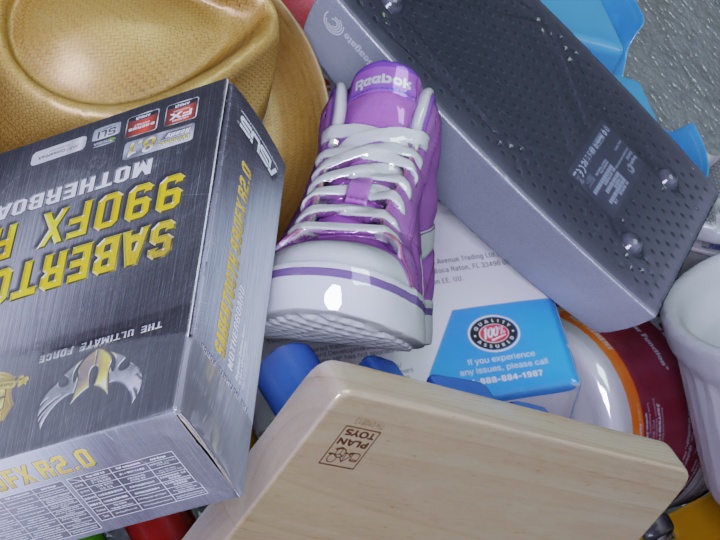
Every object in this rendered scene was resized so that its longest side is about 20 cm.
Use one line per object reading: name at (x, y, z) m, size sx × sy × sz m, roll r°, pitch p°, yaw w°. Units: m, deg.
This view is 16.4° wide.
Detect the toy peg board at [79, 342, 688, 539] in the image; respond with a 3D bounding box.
toy peg board at (-0.014, 0.104, 0.978) m, size 0.199 × 0.200 × 0.098 m, roll 16°, pitch 30°, yaw -44°

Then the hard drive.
hard drive at (0.066, -0.069, 1.107) m, size 0.200 × 0.042 × 0.135 m, roll 44°, pitch 35°, yaw -6°

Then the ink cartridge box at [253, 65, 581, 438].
ink cartridge box at (0.000, 0.000, 1.132) m, size 0.145 × 0.085 × 0.201 m, roll -8°, pitch 55°, yaw -11°

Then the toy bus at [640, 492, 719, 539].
toy bus at (0.169, 0.153, 1.258) m, size 0.200 × 0.078 × 0.065 m, roll -14°, pitch 70°, yaw -57°

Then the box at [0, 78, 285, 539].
box at (-0.129, 0.028, 0.876) m, size 0.048 × 0.199 × 0.159 m, roll 55°, pitch 28°, yaw -38°

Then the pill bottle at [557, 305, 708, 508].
pill bottle at (0.129, 0.068, 1.260) m, size 0.199 × 0.114 × 0.115 m, roll -8°, pitch 63°, yaw -56°

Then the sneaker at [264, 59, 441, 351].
sneaker at (-0.005, -0.027, 0.962) m, size 0.200 × 0.072 × 0.115 m, roll -3°, pitch 99°, yaw -87°

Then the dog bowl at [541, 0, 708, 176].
dog bowl at (0.101, -0.094, 1.256) m, size 0.111 × 0.050 × 0.201 m, roll 11°, pitch 43°, yaw -33°

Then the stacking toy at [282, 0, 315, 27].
stacking toy at (-0.012, -0.114, 1.295) m, size 0.146 × 0.146 × 0.202 m, roll 9°, pitch 69°, yaw -48°

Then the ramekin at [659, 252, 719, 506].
ramekin at (0.244, 0.050, 1.166) m, size 0.200 × 0.199 × 0.098 m, roll -43°, pitch 127°, yaw -59°

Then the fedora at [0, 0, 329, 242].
fedora at (-0.098, -0.082, 0.997) m, size 0.199 × 0.082 × 0.202 m, roll 9°, pitch 62°, yaw -17°

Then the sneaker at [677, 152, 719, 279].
sneaker at (0.113, -0.031, 1.314) m, size 0.199 × 0.082 × 0.075 m, roll 20°, pitch 50°, yaw 13°
